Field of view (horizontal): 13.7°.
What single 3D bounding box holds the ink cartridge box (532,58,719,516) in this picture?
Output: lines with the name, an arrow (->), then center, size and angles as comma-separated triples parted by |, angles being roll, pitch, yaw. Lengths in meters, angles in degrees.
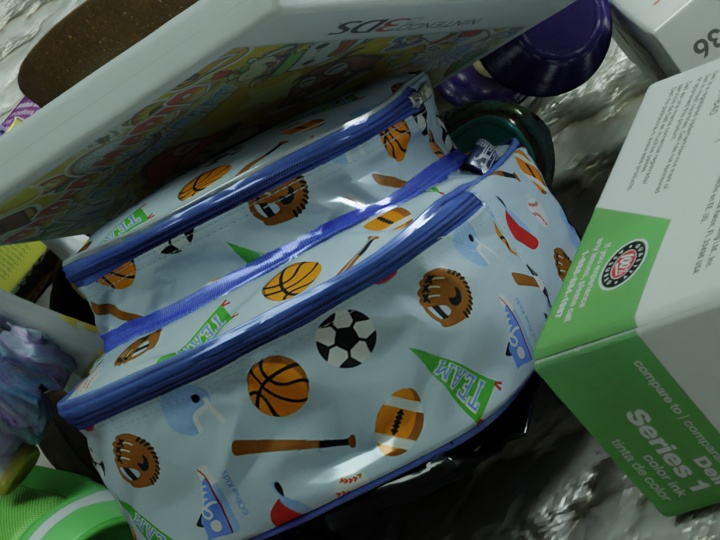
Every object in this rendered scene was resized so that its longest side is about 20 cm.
ink cartridge box -> 0.172, -0.018, 0.962 | 0.200, 0.084, 0.145 | -20, 31, 40

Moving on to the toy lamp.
toy lamp -> 0.066, -0.095, 1.224 | 0.058, 0.058, 0.200 | -42, 4, -3

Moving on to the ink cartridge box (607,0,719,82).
ink cartridge box -> 0.159, -0.119, 1.182 | 0.116, 0.068, 0.200 | -39, 23, 2

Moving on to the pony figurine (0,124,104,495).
pony figurine -> -0.189, -0.003, 1.168 | 0.167, 0.200, 0.193 | -55, -6, 23

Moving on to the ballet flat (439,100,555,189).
ballet flat -> 0.000, 0.000, 1.238 | 0.200, 0.074, 0.074 | -32, 24, 15

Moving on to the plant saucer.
plant saucer -> -0.030, -0.091, 1.132 | 0.200, 0.037, 0.200 | -21, -9, -4

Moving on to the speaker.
speaker -> -0.135, 0.122, 1.184 | 0.088, 0.088, 0.200 | -50, 25, -20

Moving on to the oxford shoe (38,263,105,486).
oxford shoe -> -0.087, 0.010, 1.311 | 0.073, 0.084, 0.200 | -24, 27, 38

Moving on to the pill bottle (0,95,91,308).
pill bottle -> -0.122, -0.040, 1.418 | 0.112, 0.112, 0.200 | -6, 41, 53

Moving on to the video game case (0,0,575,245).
video game case -> -0.043, -0.061, 1.091 | 0.200, 0.023, 0.182 | -30, -12, 37

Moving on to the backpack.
backpack -> -0.015, 0.025, 1.055 | 0.200, 0.154, 0.191 | -33, 10, 19

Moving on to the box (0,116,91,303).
box -> -0.190, 0.031, 1.280 | 0.200, 0.050, 0.075 | -51, -5, -11
